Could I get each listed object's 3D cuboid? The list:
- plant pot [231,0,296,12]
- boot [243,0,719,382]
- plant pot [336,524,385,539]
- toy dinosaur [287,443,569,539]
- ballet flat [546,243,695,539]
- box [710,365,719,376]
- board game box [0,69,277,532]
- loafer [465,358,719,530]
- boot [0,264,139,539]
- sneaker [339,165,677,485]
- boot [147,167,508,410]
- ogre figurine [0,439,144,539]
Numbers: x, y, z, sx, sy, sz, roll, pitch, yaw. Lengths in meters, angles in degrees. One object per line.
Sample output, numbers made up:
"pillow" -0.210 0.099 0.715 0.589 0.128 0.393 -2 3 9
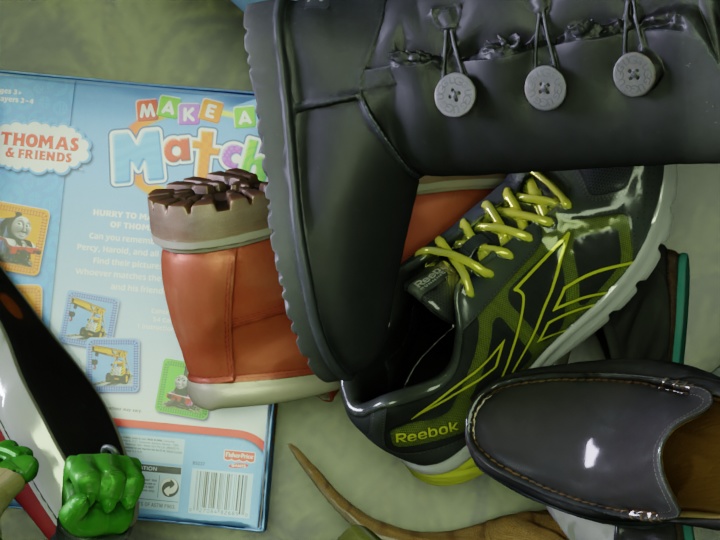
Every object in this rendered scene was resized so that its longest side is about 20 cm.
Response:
"plant pot" 0.029 -0.164 1.157 0.200 0.200 0.188 -44 98 -3
"boot" 0.062 -0.045 1.065 0.199 0.066 0.166 -8 102 13
"plant pot" -0.016 0.219 1.107 0.200 0.200 0.193 42 86 5
"toy dinosaur" 0.068 0.133 1.196 0.199 0.061 0.107 -3 63 -6
"ballet flat" 0.115 0.080 1.160 0.068 0.068 0.201 -3 58 7
"box" 0.268 0.077 1.120 0.097 0.176 0.200 -36 85 -25
"board game box" -0.109 0.014 1.211 0.150 0.037 0.201 5 86 2
"loafer" 0.131 0.071 1.069 0.199 0.072 0.073 5 83 22
"boot" -0.198 0.073 1.163 0.144 0.072 0.200 -41 73 11
"sneaker" 0.065 0.002 1.138 0.074 0.084 0.201 34 96 39
"boot" 0.000 0.000 1.181 0.199 0.075 0.108 -14 105 -27
"ogre figurine" -0.183 0.148 1.073 0.199 0.098 0.121 -24 119 -29
